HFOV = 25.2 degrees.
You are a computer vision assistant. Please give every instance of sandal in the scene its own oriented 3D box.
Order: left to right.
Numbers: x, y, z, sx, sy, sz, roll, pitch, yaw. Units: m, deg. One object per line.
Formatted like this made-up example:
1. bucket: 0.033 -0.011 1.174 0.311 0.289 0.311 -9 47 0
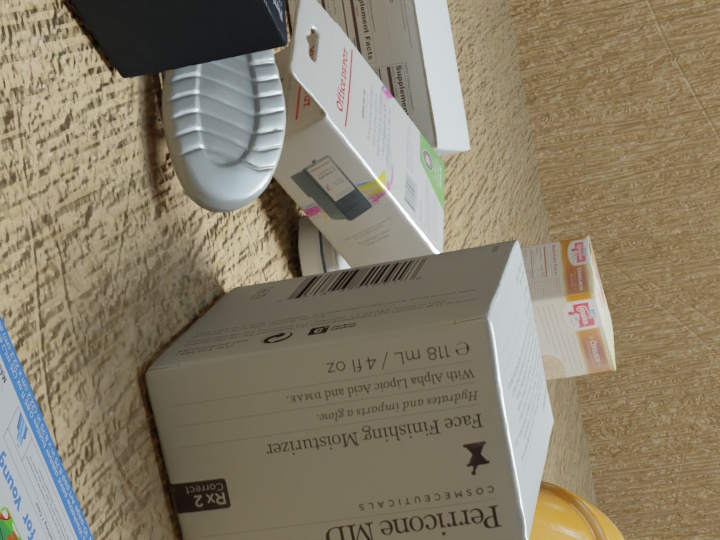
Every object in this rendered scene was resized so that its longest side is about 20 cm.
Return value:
1. sandal: -0.093 -0.126 0.998 0.050 0.082 0.205 -36 -125 54

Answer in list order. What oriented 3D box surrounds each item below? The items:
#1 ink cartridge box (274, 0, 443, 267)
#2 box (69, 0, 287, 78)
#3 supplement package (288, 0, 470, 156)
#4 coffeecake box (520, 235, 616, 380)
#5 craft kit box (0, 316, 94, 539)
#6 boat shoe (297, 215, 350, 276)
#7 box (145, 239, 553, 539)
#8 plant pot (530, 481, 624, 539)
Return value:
1. ink cartridge box: -0.017 -0.097 1.192 0.200 0.067 0.118 50 28 -33
2. box: -0.116 -0.240 0.860 0.200 0.103 0.184 60 23 -58
3. supplement package: 0.021 -0.174 1.425 0.200 0.110 0.157 -17 97 -77
4. coffeecake box: 0.152 0.050 1.652 0.154 0.198 0.074 65 20 -52
5. craft kit box: -0.149 0.137 0.582 0.198 0.048 0.202 -83 160 -59
6. boat shoe: 0.000 0.000 1.306 0.200 0.065 0.074 41 41 -71
7. box: 0.003 0.078 0.952 0.200 0.197 0.132 -53 132 -73
8. plant pot: 0.118 0.268 1.410 0.183 0.199 0.202 38 42 -51
